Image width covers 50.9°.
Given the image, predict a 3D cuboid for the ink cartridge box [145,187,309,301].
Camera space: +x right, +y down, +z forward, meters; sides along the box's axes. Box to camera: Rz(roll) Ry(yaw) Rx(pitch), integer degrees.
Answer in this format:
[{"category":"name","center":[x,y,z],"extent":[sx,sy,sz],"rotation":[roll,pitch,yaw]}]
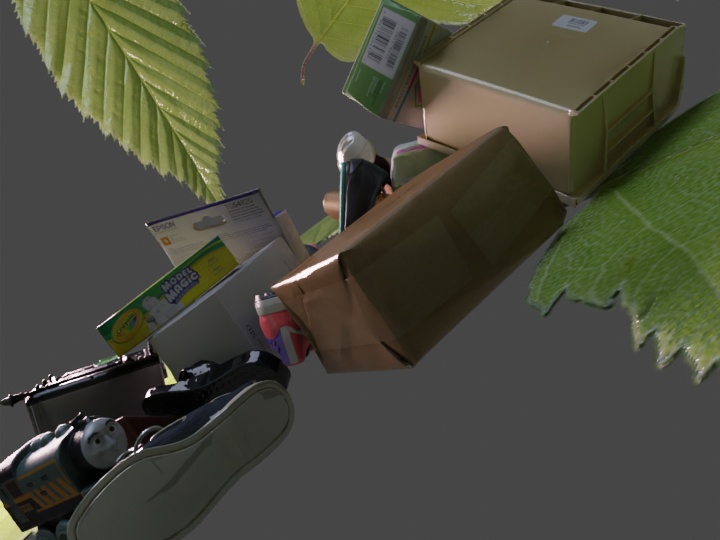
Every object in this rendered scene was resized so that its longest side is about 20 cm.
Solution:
[{"category":"ink cartridge box","center":[-0.169,-0.017,1.053],"extent":[0.195,0.203,0.041],"rotation":[-11,33,24]}]

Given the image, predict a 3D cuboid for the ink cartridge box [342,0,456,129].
[{"category":"ink cartridge box","center":[0.075,-0.214,0.831],"extent":[0.198,0.059,0.106],"rotation":[-1,-58,-55]}]

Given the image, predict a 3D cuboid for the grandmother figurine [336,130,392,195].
[{"category":"grandmother figurine","center":[0.019,-0.136,1.004],"extent":[0.062,0.119,0.199],"rotation":[-70,-21,-1]}]

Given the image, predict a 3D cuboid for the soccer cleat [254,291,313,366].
[{"category":"soccer cleat","center":[-0.071,0.058,0.809],"extent":[0.066,0.075,0.200],"rotation":[-14,-3,1]}]

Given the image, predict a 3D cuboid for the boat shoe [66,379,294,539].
[{"category":"boat shoe","center":[-0.140,0.152,0.592],"extent":[0.199,0.076,0.061],"rotation":[-39,11,-34]}]

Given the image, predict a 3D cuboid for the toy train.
[{"category":"toy train","center":[-0.251,0.194,0.672],"extent":[0.198,0.115,0.085],"rotation":[-28,10,41]}]

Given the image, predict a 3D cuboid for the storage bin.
[{"category":"storage bin","center":[0.187,-0.186,0.753],"extent":[0.197,0.095,0.198],"rotation":[-38,46,-26]}]

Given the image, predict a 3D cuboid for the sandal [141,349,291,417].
[{"category":"sandal","center":[-0.150,0.124,0.801],"extent":[0.197,0.076,0.049],"rotation":[-21,35,29]}]

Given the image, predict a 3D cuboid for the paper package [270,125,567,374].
[{"category":"paper package","center":[0.045,-0.011,0.666],"extent":[0.199,0.105,0.190],"rotation":[-39,7,-25]}]

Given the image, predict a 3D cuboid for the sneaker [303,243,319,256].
[{"category":"sneaker","center":[-0.087,-0.018,1.150],"extent":[0.082,0.071,0.199],"rotation":[-41,11,-24]}]

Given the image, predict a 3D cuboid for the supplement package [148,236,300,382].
[{"category":"supplement package","center":[-0.140,0.066,0.928],"extent":[0.118,0.123,0.200],"rotation":[-32,9,25]}]

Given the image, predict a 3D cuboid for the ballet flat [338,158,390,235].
[{"category":"ballet flat","center":[0.000,-0.016,0.811],"extent":[0.071,0.206,0.073],"rotation":[7,1,0]}]

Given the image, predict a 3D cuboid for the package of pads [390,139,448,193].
[{"category":"package of pads","center":[0.131,-0.126,0.868],"extent":[0.194,0.070,0.155],"rotation":[-9,12,5]}]

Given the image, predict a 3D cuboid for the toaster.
[{"category":"toaster","center":[-0.341,0.181,0.994],"extent":[0.195,0.122,0.180],"rotation":[-17,2,-17]}]

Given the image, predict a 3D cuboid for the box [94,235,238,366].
[{"category":"box","center":[-0.240,0.039,0.910],"extent":[0.199,0.049,0.117],"rotation":[-41,7,-12]}]

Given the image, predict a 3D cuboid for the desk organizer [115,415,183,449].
[{"category":"desk organizer","center":[-0.273,0.206,0.828],"extent":[0.198,0.078,0.072],"rotation":[-31,8,31]}]

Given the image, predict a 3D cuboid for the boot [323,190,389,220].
[{"category":"boot","center":[0.053,-0.057,1.027],"extent":[0.141,0.200,0.073],"rotation":[14,83,35]}]
